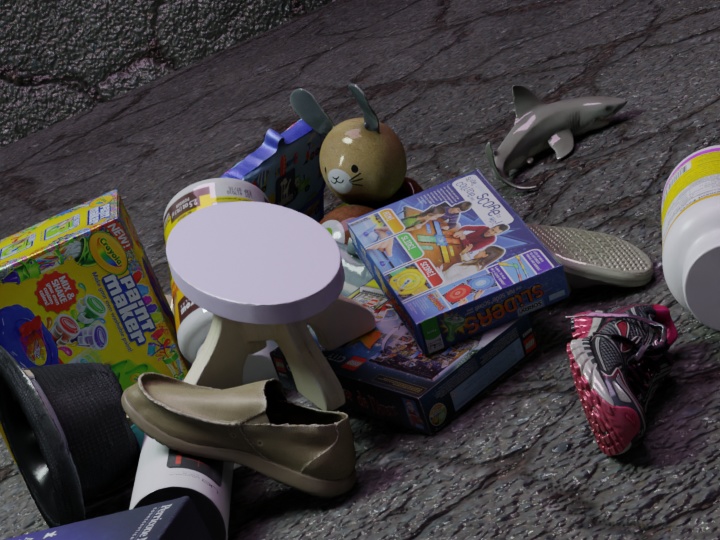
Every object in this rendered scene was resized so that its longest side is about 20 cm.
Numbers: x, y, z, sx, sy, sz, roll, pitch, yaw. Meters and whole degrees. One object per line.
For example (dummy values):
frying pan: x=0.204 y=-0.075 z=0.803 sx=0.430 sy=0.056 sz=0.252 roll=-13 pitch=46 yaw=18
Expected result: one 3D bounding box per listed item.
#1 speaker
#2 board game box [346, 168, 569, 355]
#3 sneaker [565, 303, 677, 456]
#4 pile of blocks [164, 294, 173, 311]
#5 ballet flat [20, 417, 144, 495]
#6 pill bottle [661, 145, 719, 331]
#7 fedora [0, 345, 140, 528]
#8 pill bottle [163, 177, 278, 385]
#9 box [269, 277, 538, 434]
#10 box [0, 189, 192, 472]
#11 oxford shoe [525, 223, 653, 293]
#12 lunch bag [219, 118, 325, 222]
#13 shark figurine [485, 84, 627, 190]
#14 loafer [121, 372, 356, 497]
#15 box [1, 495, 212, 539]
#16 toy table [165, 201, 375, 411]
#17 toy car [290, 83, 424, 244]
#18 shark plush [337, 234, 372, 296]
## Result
speaker: x=-0.143 y=0.173 z=1.541 sx=0.081 sy=0.082 sz=0.200 roll=-21 pitch=16 yaw=5
board game box: x=0.081 y=-0.011 z=1.654 sx=0.134 sy=0.035 sz=0.200 roll=-22 pitch=31 yaw=-7
sneaker: x=0.196 y=0.069 z=1.412 sx=0.074 sy=0.081 sz=0.200 roll=-17 pitch=17 yaw=13
pile of blocks: x=-0.144 y=0.056 z=1.962 sx=0.199 sy=0.082 sz=0.063 roll=-15 pitch=59 yaw=54
ballet flat: x=-0.207 y=0.157 z=1.717 sx=0.198 sy=0.071 sz=0.071 roll=-20 pitch=17 yaw=12
pill bottle: x=0.292 y=-0.023 z=1.521 sx=0.103 sy=0.105 sz=0.200 roll=-18 pitch=18 yaw=15
fedora: x=-0.243 y=0.136 z=1.622 sx=0.091 sy=0.202 sz=0.200 roll=-21 pitch=15 yaw=-19
pill bottle: x=-0.125 y=0.019 z=1.809 sx=0.108 sy=0.109 sz=0.201 roll=-19 pitch=54 yaw=11
box: x=0.035 y=0.069 z=1.635 sx=0.136 sy=0.038 sz=0.199 roll=-36 pitch=30 yaw=-30
box: x=-0.282 y=0.059 z=1.858 sx=0.191 sy=0.201 sz=0.122 roll=-24 pitch=17 yaw=-1
oxford shoe: x=0.170 y=-0.004 z=1.708 sx=0.198 sy=0.058 sz=0.075 roll=9 pitch=22 yaw=30
lunch bag: x=-0.105 y=-0.077 z=2.033 sx=0.094 sy=0.201 sz=0.150 roll=37 pitch=50 yaw=21
shark figurine: x=0.181 y=-0.158 z=2.114 sx=0.214 sy=0.090 sz=0.128 roll=-34 pitch=18 yaw=-37
loafer: x=-0.091 y=0.116 z=1.511 sx=0.198 sy=0.068 sz=0.076 roll=18 pitch=16 yaw=6
box: x=-0.205 y=0.254 z=1.331 sx=0.198 sy=0.105 sz=0.148 roll=-16 pitch=17 yaw=23
toy table: x=-0.077 y=0.032 z=1.590 sx=0.182 sy=0.118 sz=0.200 roll=-19 pitch=29 yaw=-13
toy car: x=-0.006 y=-0.093 z=1.941 sx=0.163 sy=0.202 sz=0.158 roll=-1 pitch=27 yaw=43
shark plush: x=0.000 y=0.000 z=1.784 sx=0.091 sy=0.084 sz=0.199 roll=-32 pitch=18 yaw=-28
